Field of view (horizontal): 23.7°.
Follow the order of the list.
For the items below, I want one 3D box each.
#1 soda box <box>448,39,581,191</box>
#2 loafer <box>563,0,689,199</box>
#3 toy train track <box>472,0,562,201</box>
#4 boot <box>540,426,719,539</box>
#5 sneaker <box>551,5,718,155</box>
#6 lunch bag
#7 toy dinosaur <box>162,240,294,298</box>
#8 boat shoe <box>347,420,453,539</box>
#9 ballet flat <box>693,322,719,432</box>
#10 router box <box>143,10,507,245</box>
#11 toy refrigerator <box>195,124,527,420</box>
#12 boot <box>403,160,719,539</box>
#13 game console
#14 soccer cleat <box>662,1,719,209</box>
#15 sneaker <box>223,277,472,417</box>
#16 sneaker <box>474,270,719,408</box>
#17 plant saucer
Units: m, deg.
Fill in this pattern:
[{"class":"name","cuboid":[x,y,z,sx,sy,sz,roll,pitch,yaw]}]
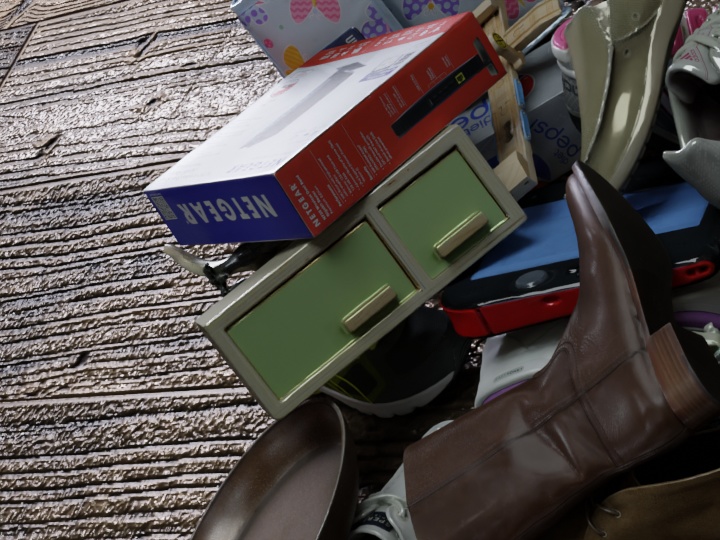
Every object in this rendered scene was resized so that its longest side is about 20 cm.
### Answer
[{"class":"soda box","cuboid":[0.091,-0.087,1.216,0.199,0.064,0.068,-31,35,9]},{"class":"loafer","cuboid":[0.155,-0.129,1.052,0.068,0.076,0.201,16,85,6]},{"class":"toy train track","cuboid":[0.088,-0.124,1.150,0.115,0.032,0.201,-41,35,30]},{"class":"boot","cuboid":[0.140,0.133,0.943,0.199,0.076,0.074,-21,42,23]},{"class":"sneaker","cuboid":[0.224,-0.120,1.129,0.199,0.088,0.074,2,43,4]},{"class":"lunch bag","cuboid":[0.028,-0.195,1.279,0.200,0.170,0.127,-38,14,0]},{"class":"toy dinosaur","cuboid":[-0.056,-0.009,1.143,0.199,0.048,0.088,-12,24,22]},{"class":"boat shoe","cuboid":[0.019,0.165,1.014,0.072,0.066,0.200,4,54,42]},{"class":"ballet flat","cuboid":[0.144,0.076,0.977,0.199,0.074,0.074,-23,40,22]},{"class":"router box","cuboid":[-0.027,-0.089,1.127,0.179,0.049,0.200,-41,19,-25]},{"class":"toy refrigerator","cuboid":[0.000,0.000,1.063,0.200,0.076,0.070,-38,8,-8]},{"class":"boot","cuboid":[0.088,0.059,0.950,0.200,0.064,0.187,-40,45,25]},{"class":"game console","cuboid":[0.151,-0.024,1.067,0.176,0.031,0.200,-17,17,26]},{"class":"soccer cleat","cuboid":[0.224,-0.128,1.018,0.070,0.086,0.201,-34,37,50]},{"class":"sneaker","cuboid":[-0.018,0.046,1.151,0.199,0.085,0.075,-3,51,39]},{"class":"sneaker","cuboid":[0.157,0.028,1.034,0.199,0.075,0.100,-20,40,22]},{"class":"plant saucer","cuboid":[-0.058,0.172,1.048,0.200,0.032,0.201,-49,21,26]}]
